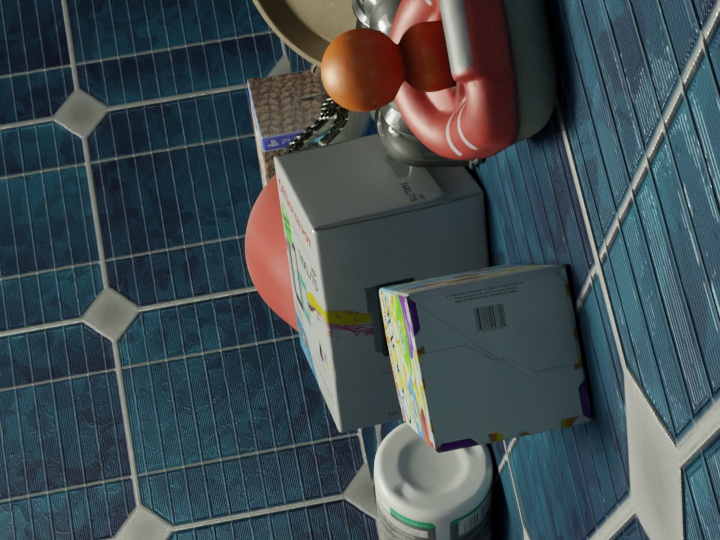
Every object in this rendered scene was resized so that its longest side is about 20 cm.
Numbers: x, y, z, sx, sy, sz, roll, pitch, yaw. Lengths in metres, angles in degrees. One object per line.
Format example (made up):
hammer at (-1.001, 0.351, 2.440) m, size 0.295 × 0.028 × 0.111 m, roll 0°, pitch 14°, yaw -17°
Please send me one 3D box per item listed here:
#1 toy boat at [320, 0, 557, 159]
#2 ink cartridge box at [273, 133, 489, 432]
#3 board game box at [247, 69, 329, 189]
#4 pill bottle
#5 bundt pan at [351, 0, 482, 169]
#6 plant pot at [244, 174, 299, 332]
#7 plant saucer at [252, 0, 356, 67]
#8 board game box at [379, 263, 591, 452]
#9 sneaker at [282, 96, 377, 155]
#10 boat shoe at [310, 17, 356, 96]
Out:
toy boat at (0.040, -0.131, 0.970) m, size 0.200 × 0.130 × 0.131 m, roll 167°, pitch 93°, yaw -85°
ink cartridge box at (0.022, 0.003, 1.329) m, size 0.147 × 0.146 × 0.200 m, roll -119°, pitch 19°, yaw -57°
board game box at (-0.026, -0.113, 1.675) m, size 0.200 × 0.159 × 0.097 m, roll 84°, pitch 173°, yaw -47°
pill bottle at (0.072, 0.240, 1.520) m, size 0.200 × 0.113 × 0.113 m, roll 86°, pitch 172°, yaw -51°
bundt pan at (0.040, -0.174, 1.234) m, size 0.202 × 0.076 × 0.202 m, roll 171°, pitch 90°, yaw -86°
plant pot at (0.000, 0.000, 1.516) m, size 0.177 × 0.200 × 0.201 m, roll -126°, pitch 25°, yaw -61°
plant saucer at (-0.023, -0.264, 1.399) m, size 0.029 × 0.200 × 0.200 m, roll -48°, pitch -34°, yaw -37°
board game box at (0.079, 0.055, 1.068) m, size 0.200 × 0.105 × 0.103 m, roll -173°, pitch 72°, yaw -86°
sneaker at (0.002, -0.114, 1.437) m, size 0.200 × 0.078 × 0.090 m, roll -49°, pitch -60°, yaw -44°
boat shoe at (-0.014, -0.234, 1.508) m, size 0.075 × 0.073 × 0.200 m, roll -49°, pitch -12°, yaw -35°
